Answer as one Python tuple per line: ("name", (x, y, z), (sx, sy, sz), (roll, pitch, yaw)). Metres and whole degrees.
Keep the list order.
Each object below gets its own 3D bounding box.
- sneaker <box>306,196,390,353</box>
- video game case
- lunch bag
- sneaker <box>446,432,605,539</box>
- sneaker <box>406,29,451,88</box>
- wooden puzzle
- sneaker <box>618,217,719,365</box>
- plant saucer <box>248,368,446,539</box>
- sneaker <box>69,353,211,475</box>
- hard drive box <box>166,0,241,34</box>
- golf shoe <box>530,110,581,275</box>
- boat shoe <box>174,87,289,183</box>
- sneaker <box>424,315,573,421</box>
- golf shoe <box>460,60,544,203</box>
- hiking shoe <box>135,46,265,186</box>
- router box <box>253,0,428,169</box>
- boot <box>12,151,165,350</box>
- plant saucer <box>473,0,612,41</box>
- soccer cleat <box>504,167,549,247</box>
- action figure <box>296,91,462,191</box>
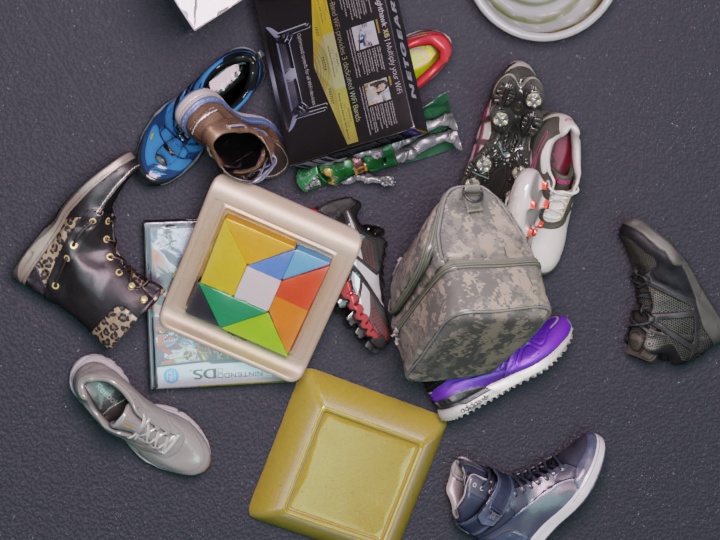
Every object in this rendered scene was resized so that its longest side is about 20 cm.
("sneaker", (0.000, 0.000, 1.630), (0.097, 0.071, 0.202), (-30, 108, -12))
("video game case", (-0.165, 0.038, 1.633), (0.179, 0.026, 0.202), (-2, 99, -9))
("lunch bag", (0.111, 0.016, 1.563), (0.138, 0.200, 0.169), (-2, 63, -19))
("sneaker", (0.198, 0.254, 1.698), (0.146, 0.077, 0.203), (39, 92, -15))
("sneaker", (0.019, -0.220, 1.593), (0.199, 0.085, 0.077), (-36, 102, -3))
("wooden puzzle", (-0.117, 0.013, 1.574), (0.184, 0.037, 0.201), (23, 109, -4))
("sneaker", (0.359, 0.036, 1.692), (0.114, 0.076, 0.200), (-37, 108, -9))
("plant saucer", (-0.012, 0.246, 1.678), (0.198, 0.048, 0.201), (20, 95, -12))
("sneaker", (-0.260, 0.182, 1.605), (0.199, 0.092, 0.076), (37, 92, -13))
("hard drive box", (-0.142, -0.332, 1.491), (0.155, 0.200, 0.077), (-34, 103, -2))
("golf shoe", (0.223, -0.090, 1.646), (0.076, 0.088, 0.202), (2, 100, -11))
("boat shoe", (-0.133, -0.133, 1.534), (0.072, 0.200, 0.073), (-44, 62, 14))
("sneaker", (0.162, 0.094, 1.672), (0.199, 0.070, 0.100), (-31, 100, -4))
("golf shoe", (0.170, -0.150, 1.627), (0.077, 0.088, 0.201), (16, 120, -5))
("hiking shoe", (-0.188, -0.180, 1.562), (0.074, 0.087, 0.200), (40, 89, -6))
("router box", (-0.023, -0.232, 1.545), (0.156, 0.052, 0.202), (-14, 85, 21))
("boot", (-0.284, -0.021, 1.568), (0.150, 0.073, 0.200), (43, 96, -3))
("plant saucer", (0.212, -0.372, 1.619), (0.198, 0.050, 0.202), (-1, 98, -9))
("soccer cleat", (0.171, -0.042, 1.607), (0.077, 0.069, 0.201), (21, 140, 18))
("action figure", (0.019, -0.136, 1.608), (0.198, 0.118, 0.055), (-19, 59, 3))
